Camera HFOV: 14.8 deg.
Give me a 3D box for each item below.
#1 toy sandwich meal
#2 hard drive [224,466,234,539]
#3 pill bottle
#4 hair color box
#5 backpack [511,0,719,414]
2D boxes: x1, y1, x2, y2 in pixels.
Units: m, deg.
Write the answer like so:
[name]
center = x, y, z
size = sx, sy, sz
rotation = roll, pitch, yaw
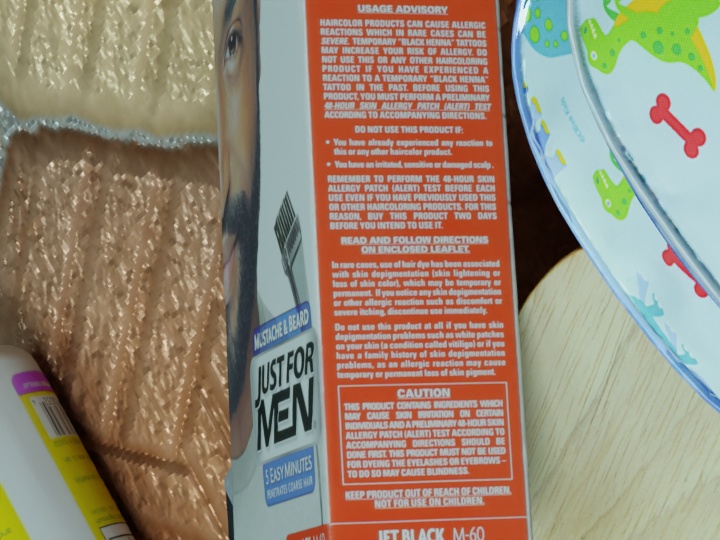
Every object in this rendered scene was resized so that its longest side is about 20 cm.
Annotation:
[toy sandwich meal]
center = 0.123, 0.063, 0.765
size = 0.205, 0.070, 0.205
rotation = 25, 125, 41
[hard drive]
center = 0.003, 0.158, 0.908
size = 0.135, 0.042, 0.200
rotation = 90, 159, -44
[pill bottle]
center = -0.128, 0.137, 1.067
size = 0.200, 0.104, 0.104
rotation = 60, 141, 10
[hair color box]
center = 0.000, 0.000, 0.809
size = 0.111, 0.064, 0.200
rotation = 147, 122, -71
[backpack]
center = 0.130, -0.054, 0.615
size = 0.200, 0.147, 0.183
rotation = -41, 75, 39
